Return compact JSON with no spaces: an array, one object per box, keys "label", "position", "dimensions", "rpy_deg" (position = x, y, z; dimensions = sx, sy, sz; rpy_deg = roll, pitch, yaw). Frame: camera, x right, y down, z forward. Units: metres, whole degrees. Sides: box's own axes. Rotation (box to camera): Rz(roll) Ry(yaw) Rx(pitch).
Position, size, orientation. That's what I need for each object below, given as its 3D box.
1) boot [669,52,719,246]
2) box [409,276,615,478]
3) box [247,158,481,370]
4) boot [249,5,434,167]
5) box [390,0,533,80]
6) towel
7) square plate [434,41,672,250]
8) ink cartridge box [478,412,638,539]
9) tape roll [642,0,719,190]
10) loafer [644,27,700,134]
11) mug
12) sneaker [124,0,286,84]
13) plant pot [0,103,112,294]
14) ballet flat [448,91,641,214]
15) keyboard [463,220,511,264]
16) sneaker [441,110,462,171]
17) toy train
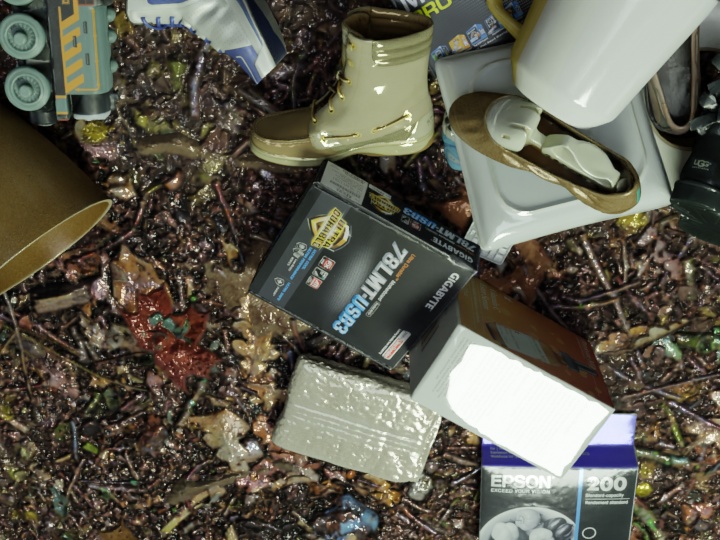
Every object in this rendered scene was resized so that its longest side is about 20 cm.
[{"label":"boot","position":[0.371,-0.118,0.943],"dimensions":[0.073,0.198,0.164],"rpy_deg":[20,86,32]},{"label":"box","position":[0.164,0.111,1.066],"dimensions":[0.198,0.153,0.107],"rpy_deg":[28,112,-10]},{"label":"box","position":[0.000,0.000,1.046],"dimensions":[0.197,0.050,0.200],"rpy_deg":[30,134,-9]},{"label":"boot","position":[-0.022,-0.185,0.956],"dimensions":[0.197,0.074,0.157],"rpy_deg":[-3,140,0]},{"label":"box","position":[0.120,-0.310,0.939],"dimensions":[0.198,0.044,0.161],"rpy_deg":[-28,111,14]},{"label":"towel","position":[-0.001,0.184,1.172],"dimensions":[0.197,0.035,0.134],"rpy_deg":[18,112,-4]},{"label":"square plate","position":[0.190,-0.139,0.931],"dimensions":[0.197,0.028,0.201],"rpy_deg":[-14,84,-1]},{"label":"ink cartridge box","position":[0.247,0.274,1.196],"dimensions":[0.195,0.044,0.203],"rpy_deg":[-1,113,3]},{"label":"tape roll","position":[0.349,-0.182,0.990],"dimensions":[0.199,0.037,0.206],"rpy_deg":[1,113,2]},{"label":"loafer","position":[0.298,-0.232,0.914],"dimensions":[0.071,0.063,0.203],"rpy_deg":[-11,103,12]},{"label":"mug","position":[0.209,-0.223,0.864],"dimensions":[0.148,0.187,0.154],"rpy_deg":[22,114,-22]},{"label":"sneaker","position":[-0.170,-0.268,0.960],"dimensions":[0.114,0.081,0.200],"rpy_deg":[-31,102,19]},{"label":"plant pot","position":[-0.398,-0.096,1.000],"dimensions":[0.186,0.186,0.201],"rpy_deg":[-36,95,17]},{"label":"ballet flat","position":[0.175,-0.116,0.878],"dimensions":[0.198,0.072,0.068],"rpy_deg":[32,85,4]},{"label":"keyboard","position":[0.178,-0.099,1.049],"dimensions":[0.056,0.011,0.202],"rpy_deg":[23,113,-7]},{"label":"sneaker","position":[0.181,-0.124,1.000],"dimensions":[0.197,0.079,0.090],"rpy_deg":[14,146,4]},{"label":"toy train","position":[-0.307,-0.247,0.971],"dimensions":[0.112,0.085,0.203],"rpy_deg":[-1,115,-8]}]
